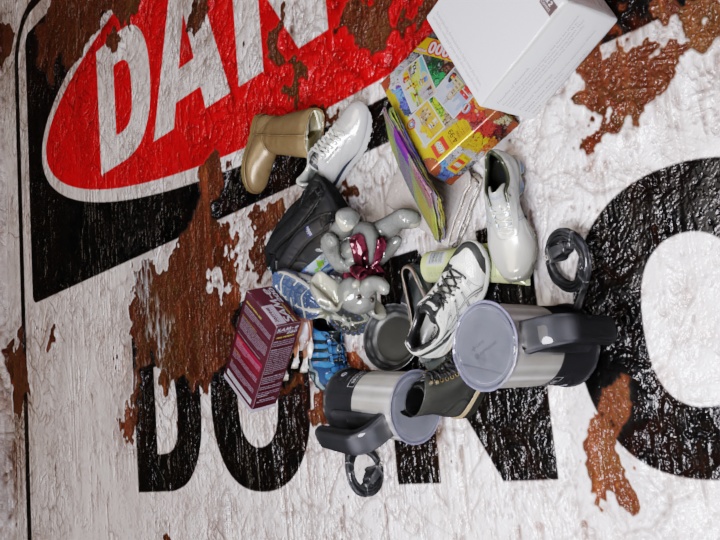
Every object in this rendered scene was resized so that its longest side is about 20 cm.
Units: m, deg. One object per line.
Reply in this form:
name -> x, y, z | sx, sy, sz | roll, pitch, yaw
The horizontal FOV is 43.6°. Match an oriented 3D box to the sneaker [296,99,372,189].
sneaker -> -0.048, -0.229, 1.685 | 0.077, 0.079, 0.202 | 52, 124, 39

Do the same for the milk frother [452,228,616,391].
milk frother -> 0.235, 0.051, 1.241 | 0.180, 0.185, 0.203 | -43, 56, 38

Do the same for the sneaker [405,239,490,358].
sneaker -> 0.134, 0.048, 1.385 | 0.075, 0.087, 0.204 | 31, 106, 32

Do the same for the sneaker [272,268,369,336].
sneaker -> -0.067, 0.046, 1.638 | 0.197, 0.086, 0.078 | 27, 130, 5

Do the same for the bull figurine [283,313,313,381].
bull figurine -> -0.149, 0.142, 1.708 | 0.199, 0.064, 0.124 | -33, 58, 54

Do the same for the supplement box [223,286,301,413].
supplement box -> -0.181, 0.144, 1.638 | 0.109, 0.060, 0.203 | 45, 129, 36

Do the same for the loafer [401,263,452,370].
loafer -> 0.104, 0.086, 1.487 | 0.071, 0.062, 0.205 | -23, 72, 29

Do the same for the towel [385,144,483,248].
towel -> 0.118, -0.135, 1.518 | 0.199, 0.034, 0.135 | 37, 115, 45

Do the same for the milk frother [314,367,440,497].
milk frother -> 0.042, 0.276, 1.511 | 0.186, 0.201, 0.182 | -5, 42, 52

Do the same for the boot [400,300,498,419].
boot -> 0.148, 0.145, 1.385 | 0.077, 0.136, 0.204 | 33, 112, 44

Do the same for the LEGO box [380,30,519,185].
LEGO box -> 0.139, -0.267, 1.442 | 0.148, 0.077, 0.203 | -40, 57, 23

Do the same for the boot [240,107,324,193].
boot -> -0.160, -0.241, 1.829 | 0.198, 0.065, 0.180 | 10, 96, 48

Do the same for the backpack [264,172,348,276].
backpack -> -0.094, -0.052, 1.696 | 0.199, 0.153, 0.165 | -39, 62, 16

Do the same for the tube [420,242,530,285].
tube -> 0.185, -0.010, 1.425 | 0.197, 0.052, 0.059 | -6, 123, 43

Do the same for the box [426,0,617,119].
box -> 0.232, -0.371, 1.325 | 0.201, 0.129, 0.202 | -49, 53, 36

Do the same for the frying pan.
frying pan -> 0.057, 0.079, 1.567 | 0.113, 0.031, 0.195 | -6, 74, 31

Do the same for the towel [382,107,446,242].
towel -> 0.090, -0.153, 1.450 | 0.022, 0.144, 0.203 | -23, 60, -2

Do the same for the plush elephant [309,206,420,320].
plush elephant -> 0.000, 0.000, 1.508 | 0.199, 0.162, 0.158 | -33, 65, 47

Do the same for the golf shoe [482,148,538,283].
golf shoe -> 0.209, -0.083, 1.339 | 0.077, 0.097, 0.205 | -15, 72, 25

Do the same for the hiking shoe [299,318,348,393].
hiking shoe -> -0.060, 0.156, 1.676 | 0.201, 0.073, 0.088 | 53, 129, 37
